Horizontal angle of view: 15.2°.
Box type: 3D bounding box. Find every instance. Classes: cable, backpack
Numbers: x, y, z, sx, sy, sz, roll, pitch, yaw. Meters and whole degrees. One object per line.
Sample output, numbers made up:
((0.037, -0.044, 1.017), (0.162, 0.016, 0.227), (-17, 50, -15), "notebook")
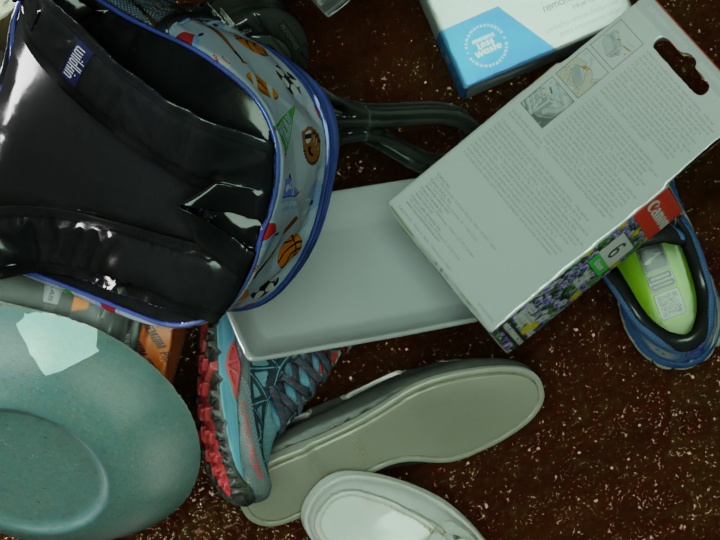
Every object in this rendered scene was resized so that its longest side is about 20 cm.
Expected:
((-0.020, -0.093, 1.608), (0.200, 0.050, 0.097), (-9, 118, -27), "cable")
((-0.109, -0.060, 1.489), (0.190, 0.154, 0.200), (30, 116, 27), "backpack")

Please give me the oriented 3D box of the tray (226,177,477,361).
((0.000, 0.000, 1.609), (0.200, 0.022, 0.107), (-10, 60, -28), "tray")

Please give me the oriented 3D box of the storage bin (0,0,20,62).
((-0.250, -0.211, 1.583), (0.094, 0.200, 0.199), (-28, 88, 1), "storage bin")

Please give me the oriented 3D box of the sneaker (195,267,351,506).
((-0.048, 0.046, 1.605), (0.095, 0.079, 0.200), (3, 61, -6), "sneaker")

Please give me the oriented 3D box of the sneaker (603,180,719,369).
((0.166, -0.036, 1.626), (0.079, 0.089, 0.200), (-27, 86, 0), "sneaker")

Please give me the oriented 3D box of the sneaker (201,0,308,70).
((-0.112, -0.103, 1.645), (0.200, 0.091, 0.076), (-39, 126, 18), "sneaker")

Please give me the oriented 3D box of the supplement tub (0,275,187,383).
((-0.204, 0.012, 1.615), (0.200, 0.123, 0.123), (13, 89, 1), "supplement tub")

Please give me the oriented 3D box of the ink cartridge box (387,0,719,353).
((0.127, -0.057, 1.577), (0.200, 0.050, 0.109), (-39, 64, 2), "ink cartridge box")

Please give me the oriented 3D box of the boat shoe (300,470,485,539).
((0.054, 0.190, 1.610), (0.200, 0.069, 0.071), (33, 101, -10), "boat shoe")

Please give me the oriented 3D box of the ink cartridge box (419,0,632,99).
((0.075, -0.220, 1.643), (0.116, 0.068, 0.200), (-23, 88, 0), "ink cartridge box")

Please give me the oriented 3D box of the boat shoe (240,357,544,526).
((0.011, 0.092, 1.641), (0.200, 0.057, 0.067), (-22, 122, -4), "boat shoe")

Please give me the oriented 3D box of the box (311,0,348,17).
((-0.018, -0.262, 1.599), (0.158, 0.050, 0.200), (-42, 48, 0), "box")

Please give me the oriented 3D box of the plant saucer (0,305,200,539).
((-0.196, 0.105, 1.588), (0.201, 0.201, 0.039), (7, 43, 8), "plant saucer")
